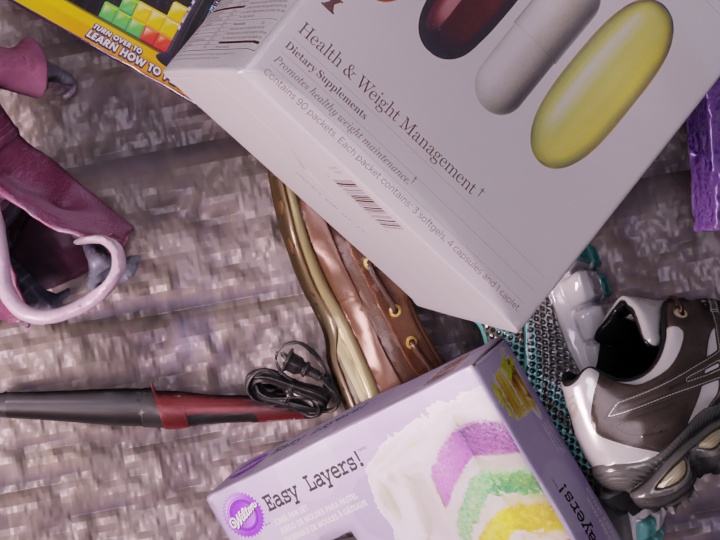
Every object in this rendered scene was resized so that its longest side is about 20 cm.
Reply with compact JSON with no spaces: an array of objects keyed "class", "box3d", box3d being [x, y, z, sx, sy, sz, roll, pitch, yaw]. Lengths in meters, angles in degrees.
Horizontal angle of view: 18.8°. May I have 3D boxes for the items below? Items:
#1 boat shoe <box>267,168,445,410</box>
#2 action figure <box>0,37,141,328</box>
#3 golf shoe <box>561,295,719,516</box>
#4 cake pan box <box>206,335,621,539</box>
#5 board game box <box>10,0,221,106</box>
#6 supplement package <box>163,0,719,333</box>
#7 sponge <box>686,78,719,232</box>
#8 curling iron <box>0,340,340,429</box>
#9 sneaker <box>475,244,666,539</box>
[{"class":"boat shoe","box3d":[0.000,0.000,1.189,0.067,0.072,0.201,-21,93,-5]},{"class":"action figure","box3d":[-0.214,-0.059,1.163,0.134,0.149,0.201,-31,101,6]},{"class":"golf shoe","box3d":[0.179,0.038,1.135,0.200,0.078,0.095,-42,102,-39]},{"class":"cake pan box","box3d":[0.037,0.155,1.139,0.199,0.052,0.185,-27,92,32]},{"class":"board game box","box3d":[-0.121,-0.204,1.176,0.199,0.057,0.166,29,101,12]},{"class":"supplement package","box3d":[0.049,-0.111,1.082,0.191,0.147,0.200,42,81,-18]},{"class":"sponge","box3d":[0.226,-0.120,1.187,0.111,0.030,0.201,-3,87,-23]},{"class":"curling iron","box3d":[-0.109,0.067,1.204,0.199,0.026,0.050,-4,122,9]},{"class":"sneaker","box3d":[0.107,0.074,1.189,0.091,0.078,0.201,-19,83,17]}]
